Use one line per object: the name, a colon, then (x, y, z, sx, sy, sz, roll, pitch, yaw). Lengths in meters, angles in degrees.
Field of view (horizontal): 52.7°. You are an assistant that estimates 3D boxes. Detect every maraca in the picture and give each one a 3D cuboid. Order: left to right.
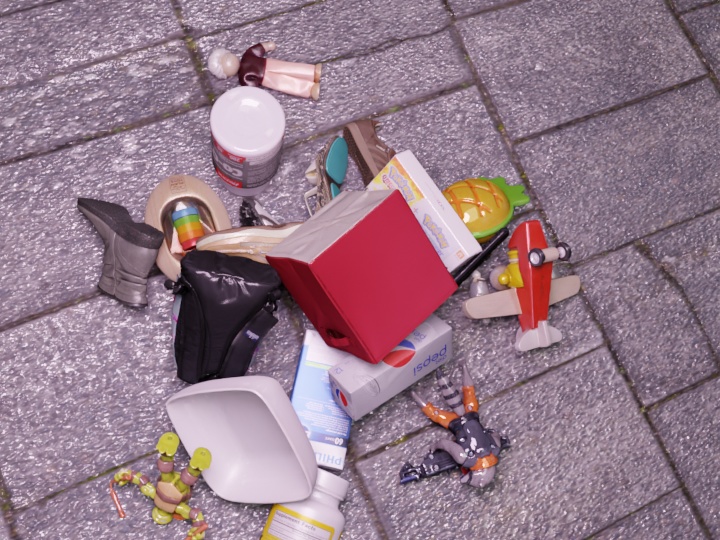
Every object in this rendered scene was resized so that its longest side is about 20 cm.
maraca: (0.205, -0.111, 1.265, 0.200, 0.107, 0.137, -33, 50, -31)

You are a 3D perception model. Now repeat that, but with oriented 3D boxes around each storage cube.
storage cube: (0.000, 0.000, 1.073, 0.200, 0.171, 0.180, -41, 112, -18)

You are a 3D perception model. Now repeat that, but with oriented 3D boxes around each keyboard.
keyboard: (0.172, 0.003, 1.213, 0.200, 0.127, 0.021, -44, 79, 6)

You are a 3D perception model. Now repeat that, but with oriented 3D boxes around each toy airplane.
toy airplane: (0.275, 0.037, 1.234, 0.200, 0.141, 0.200, 42, 80, -35)

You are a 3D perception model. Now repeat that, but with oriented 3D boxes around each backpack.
backpack: (-0.206, 0.077, 1.088, 0.166, 0.127, 0.201, 15, 115, -3)

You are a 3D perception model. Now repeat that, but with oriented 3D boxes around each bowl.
bowl: (-0.160, 0.234, 1.042, 0.075, 0.199, 0.201, -49, 121, -53)

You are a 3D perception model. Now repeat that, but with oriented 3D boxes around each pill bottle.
pill bottle: (-0.183, -0.198, 1.171, 0.113, 0.200, 0.115, 3, 74, -9)
pill bottle: (-0.088, 0.393, 1.065, 0.111, 0.111, 0.201, 24, 71, -2)

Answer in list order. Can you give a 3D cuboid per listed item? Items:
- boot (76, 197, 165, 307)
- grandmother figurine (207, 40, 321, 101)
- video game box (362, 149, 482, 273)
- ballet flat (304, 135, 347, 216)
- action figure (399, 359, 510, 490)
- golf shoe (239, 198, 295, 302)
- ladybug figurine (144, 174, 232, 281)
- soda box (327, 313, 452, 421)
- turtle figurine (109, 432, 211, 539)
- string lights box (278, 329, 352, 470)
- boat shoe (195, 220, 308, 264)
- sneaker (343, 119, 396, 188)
boot: (-0.395, -0.029, 1.146, 0.199, 0.068, 0.131, 29, 106, 31)
grandmother figurine: (-0.171, -0.357, 1.295, 0.199, 0.061, 0.122, 7, 64, -11)
video game box: (0.076, -0.062, 1.189, 0.047, 0.182, 0.200, -27, 78, -46)
ballet flat: (-0.062, -0.144, 1.244, 0.075, 0.068, 0.201, -16, 56, 24)
action figure: (0.142, 0.261, 1.151, 0.199, 0.105, 0.194, -23, 69, -19)
golf shoe: (-0.125, -0.043, 1.213, 0.094, 0.078, 0.200, -31, 83, -34)
ladybug figurine: (-0.277, -0.061, 1.182, 0.135, 0.072, 0.201, -13, 77, -13)
soda box: (0.049, 0.142, 1.118, 0.199, 0.069, 0.063, -29, 44, -24)
turtle figurine: (-0.265, 0.321, 1.056, 0.199, 0.162, 0.064, 32, 27, 13)
string lights box: (-0.060, 0.205, 1.151, 0.102, 0.059, 0.201, 14, 72, -5)
boat shoe: (-0.151, -0.030, 1.123, 0.199, 0.072, 0.077, -8, 88, -11)
sneaker: (0.040, -0.178, 1.275, 0.075, 0.070, 0.201, -19, 80, -20)
